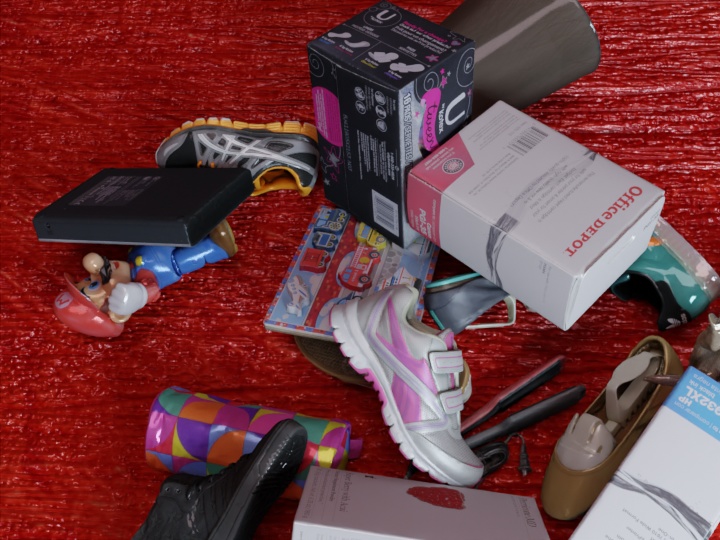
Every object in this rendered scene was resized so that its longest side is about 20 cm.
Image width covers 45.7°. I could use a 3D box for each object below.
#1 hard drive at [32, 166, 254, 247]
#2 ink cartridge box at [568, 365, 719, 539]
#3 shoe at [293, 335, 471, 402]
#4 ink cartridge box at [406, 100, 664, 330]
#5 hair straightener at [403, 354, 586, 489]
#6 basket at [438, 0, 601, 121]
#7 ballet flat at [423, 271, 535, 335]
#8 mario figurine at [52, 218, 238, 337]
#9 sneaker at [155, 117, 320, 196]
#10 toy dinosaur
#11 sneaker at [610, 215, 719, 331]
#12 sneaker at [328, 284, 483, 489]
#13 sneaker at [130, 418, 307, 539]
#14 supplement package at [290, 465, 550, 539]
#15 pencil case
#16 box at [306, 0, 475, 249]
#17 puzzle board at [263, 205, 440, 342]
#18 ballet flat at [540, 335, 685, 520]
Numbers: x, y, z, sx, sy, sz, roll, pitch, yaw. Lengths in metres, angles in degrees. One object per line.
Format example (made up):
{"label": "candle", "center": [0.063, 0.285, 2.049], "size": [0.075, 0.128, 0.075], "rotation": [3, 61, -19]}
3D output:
{"label": "hard drive", "center": [-0.232, -0.072, 0.924], "size": [0.197, 0.033, 0.140], "rotation": [2, 30, 24]}
{"label": "ink cartridge box", "center": [0.242, 0.202, 0.705], "size": [0.083, 0.146, 0.200], "rotation": [34, 69, 24]}
{"label": "shoe", "center": [0.021, 0.089, 0.854], "size": [0.198, 0.053, 0.071], "rotation": [19, 80, 26]}
{"label": "ink cartridge box", "center": [0.164, -0.058, 0.821], "size": [0.146, 0.083, 0.199], "rotation": [-38, 57, -26]}
{"label": "hair straightener", "center": [0.130, 0.160, 0.803], "size": [0.198, 0.041, 0.077], "rotation": [-28, 60, -10]}
{"label": "basket", "center": [0.142, -0.237, 0.984], "size": [0.199, 0.137, 0.180], "rotation": [-37, 56, -11]}
{"label": "ballet flat", "center": [0.153, 0.017, 0.870], "size": [0.198, 0.074, 0.073], "rotation": [-20, 58, -24]}
{"label": "mario figurine", "center": [-0.234, -0.011, 0.899], "size": [0.199, 0.123, 0.107], "rotation": [-33, 87, -19]}
{"label": "sneaker", "center": [-0.140, -0.124, 0.980], "size": [0.197, 0.078, 0.078], "rotation": [-2, 68, 6]}
{"label": "toy dinosaur", "center": [0.346, 0.070, 0.791], "size": [0.199, 0.136, 0.086], "rotation": [-36, 80, -8]}
{"label": "sneaker", "center": [0.273, -0.023, 0.876], "size": [0.080, 0.071, 0.201], "rotation": [-38, 52, 2]}
{"label": "sneaker", "center": [0.056, 0.097, 0.756], "size": [0.088, 0.081, 0.201], "rotation": [-34, 85, 11]}
{"label": "sneaker", "center": [-0.133, 0.199, 0.739], "size": [0.103, 0.060, 0.202], "rotation": [29, 91, 27]}
{"label": "supplement package", "center": [0.043, 0.244, 0.680], "size": [0.197, 0.121, 0.122], "rotation": [8, 97, 2]}
{"label": "pencil case", "center": [-0.102, 0.165, 0.805], "size": [0.197, 0.089, 0.089], "rotation": [11, 61, 10]}
{"label": "box", "center": [0.036, -0.150, 0.884], "size": [0.131, 0.202, 0.114], "rotation": [34, 58, 31]}
{"label": "puzzle board", "center": [0.000, 0.000, 0.886], "size": [0.148, 0.018, 0.201], "rotation": [8, 42, 11]}
{"label": "ballet flat", "center": [0.226, 0.137, 0.789], "size": [0.200, 0.063, 0.068], "rotation": [-45, 37, -21]}
